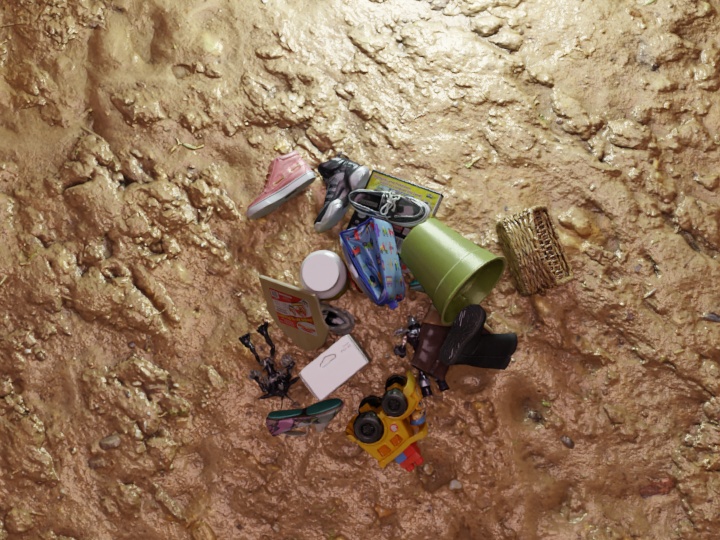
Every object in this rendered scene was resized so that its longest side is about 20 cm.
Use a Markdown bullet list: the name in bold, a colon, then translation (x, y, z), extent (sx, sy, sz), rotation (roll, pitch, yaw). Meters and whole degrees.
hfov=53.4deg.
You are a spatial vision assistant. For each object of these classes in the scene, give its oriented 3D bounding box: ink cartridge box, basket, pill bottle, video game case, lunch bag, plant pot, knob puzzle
- **ink cartridge box**: translation (-0.056, 0.224, 1.671), extent (0.146, 0.200, 0.083), rotation (-38, 84, -1)
- **basket**: translation (0.425, -0.052, 1.703), extent (0.148, 0.143, 0.202), rotation (-18, 85, 1)
- **pill bottle**: translation (-0.085, 0.013, 1.691), extent (0.111, 0.200, 0.114), rotation (0, 85, 3)
- **video game case**: translation (0.080, -0.134, 1.754), extent (0.199, 0.025, 0.182), rotation (23, 86, 25)
- **lunch bag**: translation (0.048, -0.008, 1.646), extent (0.093, 0.150, 0.202), rotation (-24, 81, 17)
- **plant pot**: translation (0.193, -0.015, 1.613), extent (0.200, 0.200, 0.190), rotation (-43, 65, -2)
- **knob puzzle**: translation (-0.145, 0.108, 1.700), extent (0.219, 0.220, 0.030), rotation (42, 53, 6)

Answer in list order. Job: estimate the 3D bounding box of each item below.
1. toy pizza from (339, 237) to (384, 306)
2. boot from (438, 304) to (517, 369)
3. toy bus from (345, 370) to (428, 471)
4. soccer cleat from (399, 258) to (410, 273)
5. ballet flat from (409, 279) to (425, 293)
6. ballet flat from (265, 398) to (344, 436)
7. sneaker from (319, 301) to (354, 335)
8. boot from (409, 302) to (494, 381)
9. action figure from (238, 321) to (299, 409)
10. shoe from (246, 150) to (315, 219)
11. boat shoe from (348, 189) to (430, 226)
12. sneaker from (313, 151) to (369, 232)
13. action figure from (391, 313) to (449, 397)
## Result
- **toy pizza**: translation (0.000, 0.000, 1.694), extent (0.032, 0.200, 0.201), rotation (-29, 84, 15)
- **boot**: translation (0.293, 0.155, 1.643), extent (0.166, 0.199, 0.066), rotation (-59, 40, 27)
- **toy bus**: translation (0.092, 0.365, 1.678), extent (0.200, 0.136, 0.192), rotation (-43, 92, 13)
- **soccer cleat**: translation (0.156, -0.027, 1.754), extent (0.198, 0.077, 0.070), rotation (-8, 73, 21)
- **ballet flat**: translation (0.219, 0.025, 1.747), extent (0.198, 0.074, 0.075), rotation (-23, 84, 4)
- **ballet flat**: translation (-0.129, 0.363, 1.736), extent (0.198, 0.069, 0.072), rotation (-13, 102, 5)
- **sneaker**: translation (-0.112, 0.104, 1.746), extent (0.198, 0.081, 0.076), rotation (14, 87, 5)
- **boot**: translation (0.217, 0.182, 1.697), extent (0.199, 0.072, 0.168), rotation (25, 77, -23)
- **action figure**: translation (-0.219, 0.234, 1.729), extent (0.118, 0.102, 0.201), rotation (-27, 83, -12)
- **shoe**: translation (-0.215, -0.214, 1.786), extent (0.199, 0.071, 0.091), rotation (-34, 83, -6)
- **boat shoe**: translation (0.066, -0.157, 1.708), extent (0.198, 0.068, 0.074), rotation (18, 86, 17)
- **sneaker**: translation (-0.073, -0.198, 1.777), extent (0.114, 0.075, 0.201), rotation (38, 91, 14)
- **action figure**: translation (0.149, 0.202, 1.734), extent (0.129, 0.069, 0.202), rotation (-19, 81, 8)
